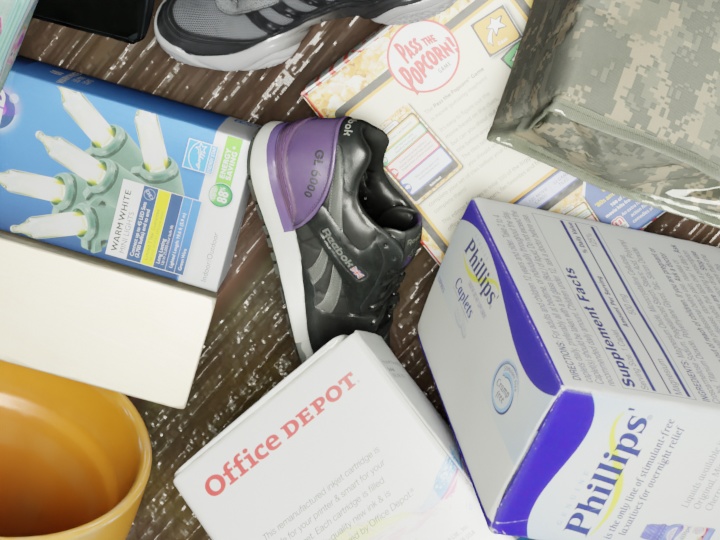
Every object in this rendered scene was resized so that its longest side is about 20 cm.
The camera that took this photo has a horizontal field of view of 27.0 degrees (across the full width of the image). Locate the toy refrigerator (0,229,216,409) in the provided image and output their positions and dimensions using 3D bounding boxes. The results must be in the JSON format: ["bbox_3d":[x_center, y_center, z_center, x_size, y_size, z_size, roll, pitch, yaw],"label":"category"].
[{"bbox_3d":[-0.198,0.021,0.958,0.200,0.070,0.076,16,96,-7],"label":"toy refrigerator"}]

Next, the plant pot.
[{"bbox_3d":[-0.252,0.169,0.956,0.200,0.200,0.183,19,119,-3],"label":"plant pot"}]

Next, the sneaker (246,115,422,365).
[{"bbox_3d":[0.000,0.000,0.927,0.087,0.076,0.200,-4,120,27],"label":"sneaker"}]

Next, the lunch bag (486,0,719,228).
[{"bbox_3d":[0.199,-0.119,0.868,0.200,0.118,0.164,21,79,-13],"label":"lunch bag"}]

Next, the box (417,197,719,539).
[{"bbox_3d":[0.155,0.064,0.873,0.200,0.184,0.105,11,121,-20],"label":"box"}]

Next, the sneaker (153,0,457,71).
[{"bbox_3d":[-0.043,-0.183,0.872,0.200,0.114,0.076,-11,64,15],"label":"sneaker"}]

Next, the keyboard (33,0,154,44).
[{"bbox_3d":[-0.220,-0.215,0.934,0.200,0.040,0.104,16,128,-3],"label":"keyboard"}]

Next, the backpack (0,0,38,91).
[{"bbox_3d":[-0.246,-0.192,0.824,0.153,0.176,0.200,10,132,-17],"label":"backpack"}]

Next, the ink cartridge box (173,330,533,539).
[{"bbox_3d":[0.008,0.155,0.884,0.145,0.085,0.200,-39,79,8],"label":"ink cartridge box"}]

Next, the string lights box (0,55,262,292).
[{"bbox_3d":[-0.170,-0.067,0.949,0.200,0.059,0.103,16,106,-1],"label":"string lights box"}]

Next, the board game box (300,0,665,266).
[{"bbox_3d":[0.083,-0.082,0.942,0.151,0.046,0.200,-37,100,11],"label":"board game box"}]
